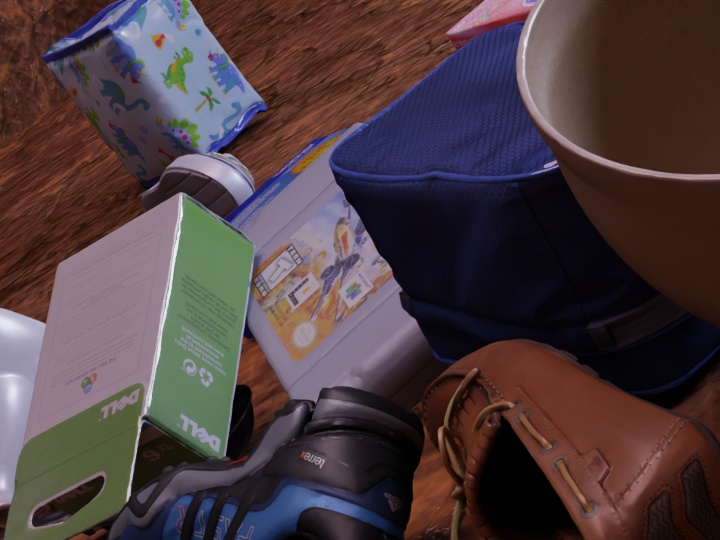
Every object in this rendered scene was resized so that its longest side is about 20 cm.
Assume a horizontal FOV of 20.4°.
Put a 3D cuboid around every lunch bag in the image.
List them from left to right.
[{"bbox_3d":[-0.215,-0.179,1.989,0.200,0.170,0.127,-19,21,51],"label":"lunch bag"},{"bbox_3d":[0.090,-0.024,0.892,0.136,0.133,0.200,-39,24,-24],"label":"lunch bag"}]

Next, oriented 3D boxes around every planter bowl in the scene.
[{"bbox_3d":[0.171,-0.047,0.724,0.199,0.135,0.201,-16,36,12],"label":"planter bowl"}]

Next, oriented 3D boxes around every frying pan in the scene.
[{"bbox_3d":[-0.131,0.129,1.098,0.190,0.031,0.115,-38,14,-1],"label":"frying pan"}]

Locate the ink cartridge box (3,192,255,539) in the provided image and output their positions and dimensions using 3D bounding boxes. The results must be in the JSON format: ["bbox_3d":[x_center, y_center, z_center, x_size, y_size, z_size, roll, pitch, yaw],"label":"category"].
[{"bbox_3d":[-0.121,0.068,1.050,0.104,0.059,0.201,-27,42,34],"label":"ink cartridge box"}]

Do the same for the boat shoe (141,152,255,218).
[{"bbox_3d":[-0.126,-0.071,1.647,0.062,0.072,0.200,-42,13,-19],"label":"boat shoe"}]

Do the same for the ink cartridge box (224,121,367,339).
[{"bbox_3d":[-0.016,-0.030,1.268,0.136,0.076,0.200,-44,16,-32],"label":"ink cartridge box"}]

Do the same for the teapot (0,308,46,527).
[{"bbox_3d":[-0.272,0.099,1.279,0.200,0.197,0.147,67,-144,-75],"label":"teapot"}]

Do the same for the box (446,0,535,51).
[{"bbox_3d":[0.155,-0.140,1.183,0.095,0.103,0.200,-41,17,-24],"label":"box"}]

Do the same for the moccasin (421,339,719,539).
[{"bbox_3d":[0.066,0.078,0.758,0.078,0.074,0.201,-30,22,-14],"label":"moccasin"}]

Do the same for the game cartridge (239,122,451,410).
[{"bbox_3d":[0.000,0.000,1.060,0.133,0.042,0.200,-46,34,7],"label":"game cartridge"}]

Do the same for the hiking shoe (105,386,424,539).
[{"bbox_3d":[-0.053,0.125,0.851,0.200,0.074,0.087,-40,34,39],"label":"hiking shoe"}]
